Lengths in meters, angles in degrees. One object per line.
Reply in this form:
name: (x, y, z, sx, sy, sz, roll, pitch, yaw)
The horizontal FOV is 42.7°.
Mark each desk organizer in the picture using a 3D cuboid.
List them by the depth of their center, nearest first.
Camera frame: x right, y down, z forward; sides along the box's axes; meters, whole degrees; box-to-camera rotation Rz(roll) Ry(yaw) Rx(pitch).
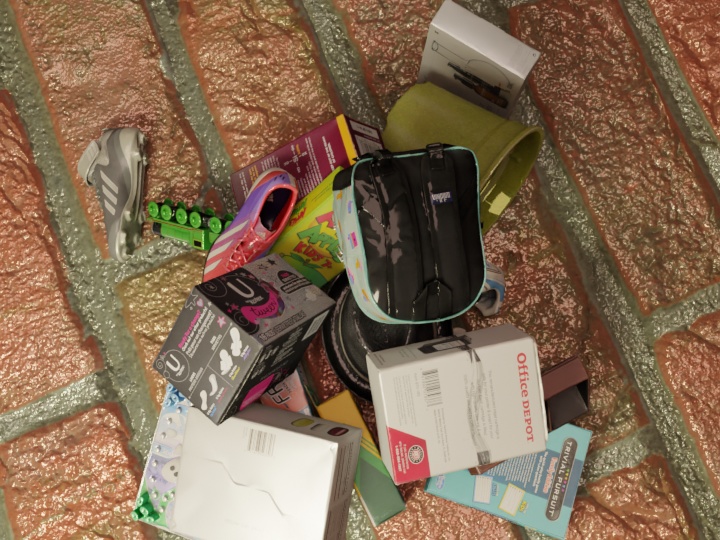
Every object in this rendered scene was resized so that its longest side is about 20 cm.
desk organizer: (0.219, 0.194, 1.235, 0.198, 0.072, 0.078, -26, 80, -9)

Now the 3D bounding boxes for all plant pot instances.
plant pot: (0.129, -0.166, 1.311, 0.183, 0.201, 0.201, 38, 78, 17)

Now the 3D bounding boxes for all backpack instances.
backpack: (0.058, -0.034, 1.105, 0.173, 0.153, 0.203, -9, 83, -21)

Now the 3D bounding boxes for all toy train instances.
toy train: (-0.227, -0.059, 1.293, 0.198, 0.041, 0.057, 14, 111, 36)

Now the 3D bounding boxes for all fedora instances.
fedora: (0.031, 0.074, 1.207, 0.197, 0.092, 0.204, -1, 80, 7)

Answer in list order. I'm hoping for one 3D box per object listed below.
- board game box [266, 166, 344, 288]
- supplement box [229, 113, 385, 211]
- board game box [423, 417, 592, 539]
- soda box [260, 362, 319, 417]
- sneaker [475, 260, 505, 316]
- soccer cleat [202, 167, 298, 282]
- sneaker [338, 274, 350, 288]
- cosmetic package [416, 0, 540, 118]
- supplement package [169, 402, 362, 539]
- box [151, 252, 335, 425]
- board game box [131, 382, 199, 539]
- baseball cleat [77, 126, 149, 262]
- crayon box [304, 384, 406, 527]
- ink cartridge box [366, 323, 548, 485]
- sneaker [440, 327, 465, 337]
board game box: (-0.056, -0.043, 1.239, 0.101, 0.199, 0.048, 32, 39, -28)
supplement box: (-0.067, -0.127, 1.280, 0.198, 0.110, 0.087, -24, 76, 25)
board game box: (0.204, 0.265, 1.278, 0.197, 0.047, 0.153, 19, 77, 2)
soda box: (-0.118, 0.131, 1.282, 0.063, 0.068, 0.203, -21, 79, 2)
sneaker: (0.136, 0.002, 1.256, 0.071, 0.199, 0.074, -23, 53, 34)
soccer cleat: (-0.143, -0.039, 1.195, 0.068, 0.073, 0.202, 29, 94, -23)
sneaker: (0.000, 0.000, 1.314, 0.073, 0.079, 0.203, -19, 78, -4)
cosmetic package: (0.162, -0.286, 1.320, 0.150, 0.200, 0.052, 34, 77, 6)
supplement package: (-0.114, 0.257, 1.141, 0.197, 0.111, 0.159, 10, 92, 16)
box: (-0.140, 0.075, 1.139, 0.114, 0.200, 0.133, 37, 114, 11)
board game box: (-0.195, 0.270, 1.234, 0.197, 0.026, 0.203, 17, 93, 10)
baseball cleat: (-0.361, -0.109, 1.339, 0.105, 0.070, 0.203, 1, 72, 12)
crayon box: (-0.005, 0.235, 1.235, 0.051, 0.126, 0.202, -28, 80, -3)
ink cartridge box: (0.118, 0.160, 1.134, 0.197, 0.083, 0.148, -11, 101, -9)
sneaker: (0.087, 0.167, 1.284, 0.078, 0.077, 0.202, 35, 85, -24)
